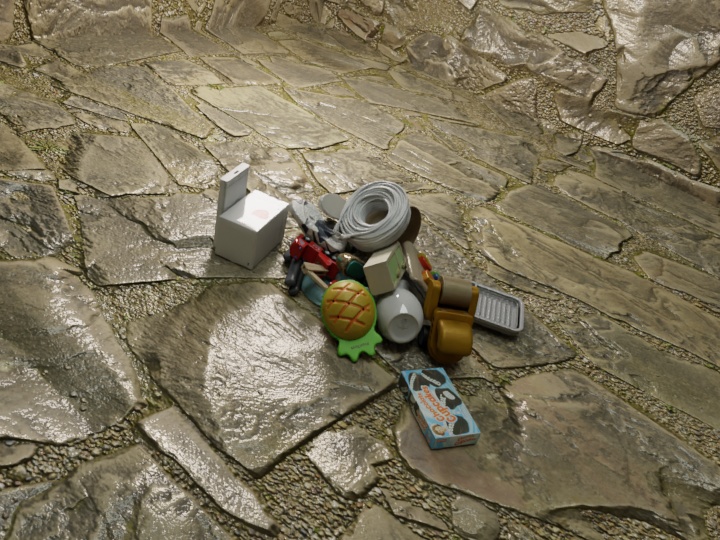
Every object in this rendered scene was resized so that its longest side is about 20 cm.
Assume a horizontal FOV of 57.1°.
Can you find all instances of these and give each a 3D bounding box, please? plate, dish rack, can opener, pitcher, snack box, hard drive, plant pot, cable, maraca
[{"bbox_3d":[-0.063,0.041,1.769,0.195,0.026,0.202,11,33,-7],"label":"plate"},{"bbox_3d":[0.352,0.107,1.828,0.195,0.044,0.173,19,32,5],"label":"dish rack"},{"bbox_3d":[-0.183,-0.004,1.779,0.065,0.054,0.202,-14,30,15],"label":"can opener"},{"bbox_3d":[0.068,0.095,1.664,0.166,0.124,0.201,3,24,-9],"label":"pitcher"},{"bbox_3d":[0.170,0.300,1.463,0.113,0.038,0.201,-1,36,-23],"label":"snack box"},{"bbox_3d":[-0.354,-0.178,1.810,0.026,0.204,0.132,20,32,9],"label":"hard drive"},{"bbox_3d":[0.063,-0.128,1.908,0.198,0.204,0.134,-20,47,-42],"label":"plant pot"},{"bbox_3d":[0.040,-0.145,1.767,0.195,0.070,0.204,4,59,27],"label":"cable"},{"bbox_3d":[-0.022,0.117,1.586,0.134,0.107,0.204,-17,68,-5],"label":"maraca"}]

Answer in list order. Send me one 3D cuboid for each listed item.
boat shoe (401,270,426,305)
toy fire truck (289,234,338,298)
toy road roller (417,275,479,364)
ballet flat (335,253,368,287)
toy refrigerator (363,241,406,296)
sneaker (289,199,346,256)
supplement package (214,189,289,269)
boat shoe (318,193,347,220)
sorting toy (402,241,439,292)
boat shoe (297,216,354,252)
[{"bbox_3d":[0.111,0.038,1.819,0.066,0.074,0.200,-38,63,-14],"label":"boat shoe"},{"bbox_3d":[-0.111,-0.006,1.716,0.198,0.049,0.141,36,26,3],"label":"toy fire truck"},{"bbox_3d":[0.222,0.126,1.602,0.119,0.206,0.146,8,10,-10],"label":"toy road roller"},{"bbox_3d":[0.000,0.000,1.744,0.065,0.071,0.199,38,0,36],"label":"ballet flat"},{"bbox_3d":[0.068,-0.009,1.686,0.068,0.078,0.200,-16,12,16],"label":"toy refrigerator"},{"bbox_3d":[-0.135,-0.092,1.830,0.198,0.130,0.080,39,46,3],"label":"sneaker"},{"bbox_3d":[-0.295,-0.116,1.818,0.119,0.122,0.201,22,33,10],"label":"supplement package"},{"bbox_3d":[-0.067,-0.177,1.905,0.067,0.074,0.198,-9,-3,35],"label":"boat shoe"},{"bbox_3d":[0.194,0.028,1.794,0.200,0.036,0.187,46,20,-28],"label":"sorting toy"},{"bbox_3d":[-0.092,-0.115,1.885,0.198,0.073,0.061,27,50,26],"label":"boat shoe"}]
